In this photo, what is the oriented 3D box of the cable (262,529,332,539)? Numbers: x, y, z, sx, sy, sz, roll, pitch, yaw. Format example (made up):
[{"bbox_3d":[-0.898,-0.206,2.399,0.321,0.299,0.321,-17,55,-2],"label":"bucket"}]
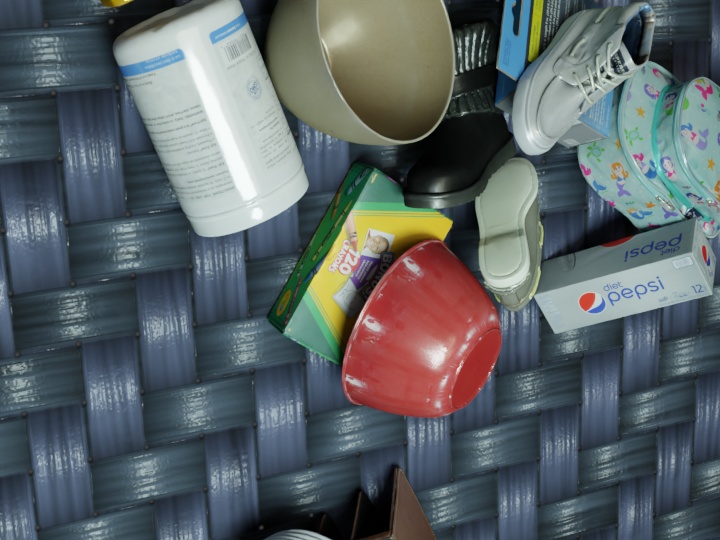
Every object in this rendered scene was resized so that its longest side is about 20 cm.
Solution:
[{"bbox_3d":[-0.050,0.372,1.169,0.069,0.198,0.202,-45,125,-41],"label":"cable"}]

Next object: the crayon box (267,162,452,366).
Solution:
[{"bbox_3d":[0.000,0.000,1.173,0.118,0.058,0.202,30,89,-27],"label":"crayon box"}]

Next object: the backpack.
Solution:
[{"bbox_3d":[0.353,-0.142,1.248,0.198,0.150,0.180,31,63,-20],"label":"backpack"}]

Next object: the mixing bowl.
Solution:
[{"bbox_3d":[0.081,0.080,1.149,0.200,0.108,0.202,-40,146,-34],"label":"mixing bowl"}]

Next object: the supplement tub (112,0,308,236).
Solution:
[{"bbox_3d":[-0.142,-0.150,1.032,0.131,0.132,0.202,-27,112,-16],"label":"supplement tub"}]

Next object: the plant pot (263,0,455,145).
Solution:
[{"bbox_3d":[-0.018,-0.215,1.056,0.199,0.133,0.204,8,79,-46],"label":"plant pot"}]

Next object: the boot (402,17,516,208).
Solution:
[{"bbox_3d":[0.093,-0.168,1.133,0.211,0.078,0.160,-45,128,-51],"label":"boot"}]

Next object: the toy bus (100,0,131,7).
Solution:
[{"bbox_3d":[-0.245,-0.345,0.966,0.065,0.078,0.202,-28,113,-16],"label":"toy bus"}]

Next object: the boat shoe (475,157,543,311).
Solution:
[{"bbox_3d":[0.167,-0.044,1.192,0.071,0.203,0.061,-10,133,20],"label":"boat shoe"}]

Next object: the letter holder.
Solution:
[{"bbox_3d":[0.036,0.354,1.263,0.099,0.143,0.202,-18,112,16],"label":"letter holder"}]

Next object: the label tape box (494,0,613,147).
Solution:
[{"bbox_3d":[0.195,-0.238,1.156,0.198,0.063,0.147,21,71,-40],"label":"label tape box"}]

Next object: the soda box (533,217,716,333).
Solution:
[{"bbox_3d":[0.304,0.008,1.241,0.064,0.198,0.069,55,38,-24],"label":"soda box"}]

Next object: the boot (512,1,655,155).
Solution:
[{"bbox_3d":[0.228,-0.200,1.074,0.074,0.095,0.201,48,56,-28],"label":"boot"}]
